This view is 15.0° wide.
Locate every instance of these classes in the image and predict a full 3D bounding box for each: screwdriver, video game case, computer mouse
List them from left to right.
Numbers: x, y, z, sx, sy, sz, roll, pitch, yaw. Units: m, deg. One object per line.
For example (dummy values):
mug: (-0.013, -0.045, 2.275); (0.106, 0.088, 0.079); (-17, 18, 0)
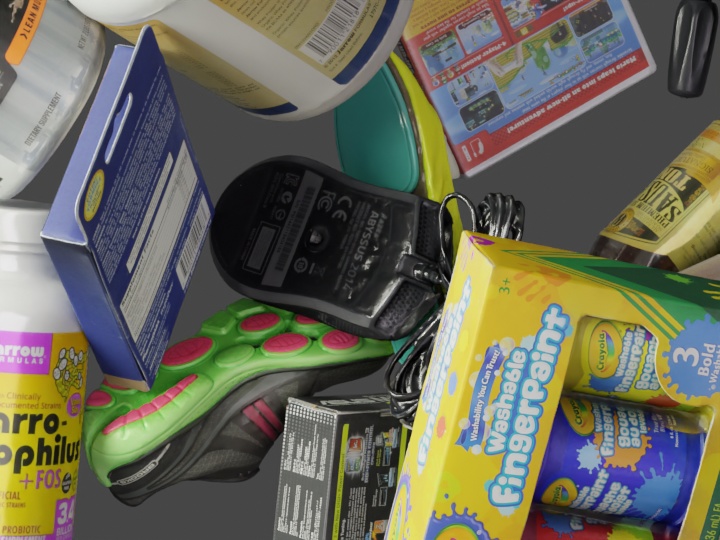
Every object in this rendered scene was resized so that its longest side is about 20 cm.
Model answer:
computer mouse: (0.000, 0.000, 1.547); (0.053, 0.199, 0.139); (30, 84, -55)
video game case: (0.079, -0.176, 1.624); (0.142, 0.017, 0.201); (-29, 105, -14)
screwdriver: (0.211, -0.205, 1.660); (0.029, 0.028, 0.202); (-3, 102, -48)

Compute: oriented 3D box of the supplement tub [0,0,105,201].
supplement tub: (-0.245, -0.135, 1.457); (0.199, 0.122, 0.123); (32, 86, -20)

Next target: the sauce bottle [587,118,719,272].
sauce bottle: (0.180, -0.013, 1.655); (0.200, 0.066, 0.066); (-44, 109, -12)

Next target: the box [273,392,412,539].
box: (0.018, 0.173, 1.597); (0.160, 0.044, 0.202); (-1, 99, -44)

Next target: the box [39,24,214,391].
box: (-0.126, -0.034, 1.469); (0.032, 0.200, 0.122); (12, 63, 13)

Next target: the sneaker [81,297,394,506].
sneaker: (-0.071, 0.074, 1.583); (0.199, 0.077, 0.084); (-22, 133, -20)

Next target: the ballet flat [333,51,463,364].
ballet flat: (0.034, -0.035, 1.599); (0.067, 0.067, 0.201); (-6, 81, -48)

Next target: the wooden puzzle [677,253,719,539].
wooden puzzle: (0.190, 0.097, 1.563); (0.199, 0.046, 0.187); (-19, 108, -38)

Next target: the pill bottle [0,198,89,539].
pill bottle: (-0.203, 0.063, 1.506); (0.104, 0.104, 0.202); (3, 96, -20)

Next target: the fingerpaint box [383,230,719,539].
fingerpaint box: (0.114, 0.097, 1.456); (0.166, 0.073, 0.201); (11, 103, -15)

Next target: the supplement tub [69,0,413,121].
supplement tub: (-0.079, -0.180, 1.468); (0.200, 0.144, 0.145); (30, 86, -45)
